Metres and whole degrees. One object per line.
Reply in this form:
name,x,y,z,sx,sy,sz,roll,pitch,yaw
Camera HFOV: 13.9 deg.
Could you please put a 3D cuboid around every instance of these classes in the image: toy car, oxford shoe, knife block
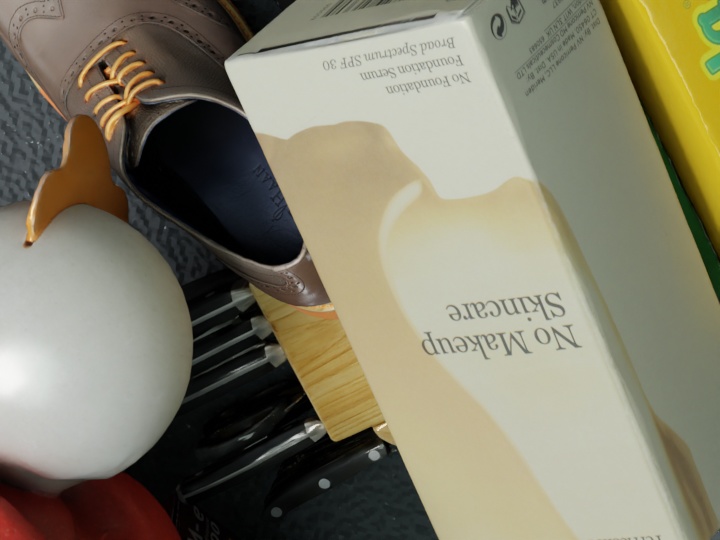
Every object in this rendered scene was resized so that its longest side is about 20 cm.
toy car,-0.103,0.050,0.972,0.184,0.177,0.201,17,90,17
oxford shoe,-0.068,-0.063,1.019,0.200,0.073,0.071,40,99,21
knife block,0.000,0.000,1.064,0.175,0.064,0.201,18,112,1

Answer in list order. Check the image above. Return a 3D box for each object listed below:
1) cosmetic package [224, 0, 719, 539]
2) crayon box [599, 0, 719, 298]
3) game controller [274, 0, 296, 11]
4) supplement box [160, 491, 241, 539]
cosmetic package,0.048,-0.003,0.958,0.105,0.071,0.200,-8,115,40
crayon box,0.160,-0.076,0.973,0.200,0.052,0.126,-32,106,-10
game controller,0.026,-0.164,0.989,0.042,0.104,0.200,6,117,-34
supplement box,-0.033,0.188,1.120,0.200,0.061,0.109,40,111,-19
